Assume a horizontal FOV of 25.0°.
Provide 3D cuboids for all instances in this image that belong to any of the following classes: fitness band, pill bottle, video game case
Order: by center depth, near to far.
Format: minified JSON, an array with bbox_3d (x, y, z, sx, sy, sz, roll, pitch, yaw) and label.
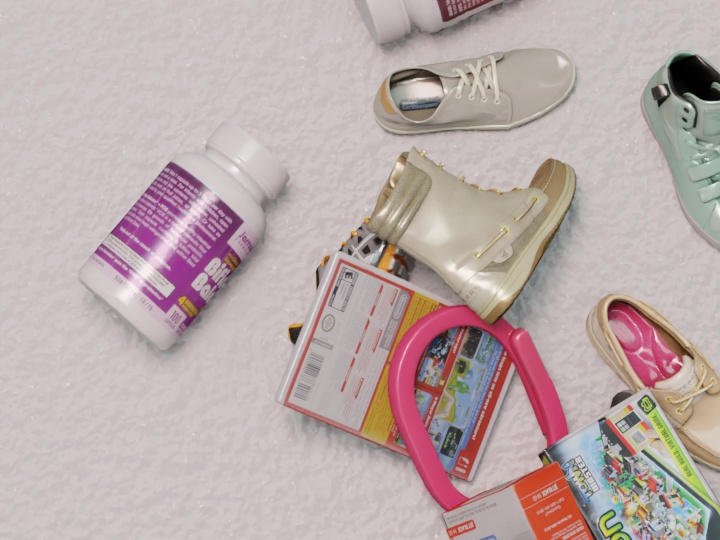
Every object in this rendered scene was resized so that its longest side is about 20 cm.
[{"bbox_3d":[0.105,0.128,1.445,0.142,0.037,0.202,-26,99,-12],"label":"fitness band"},{"bbox_3d":[0.038,0.087,1.449,0.198,0.017,0.144,24,85,-16],"label":"video game case"},{"bbox_3d":[-0.157,-0.036,1.491,0.112,0.112,0.201,38,82,11],"label":"pill bottle"},{"bbox_3d":[0.088,-0.297,1.538,0.198,0.114,0.115,-24,76,-3],"label":"pill bottle"}]

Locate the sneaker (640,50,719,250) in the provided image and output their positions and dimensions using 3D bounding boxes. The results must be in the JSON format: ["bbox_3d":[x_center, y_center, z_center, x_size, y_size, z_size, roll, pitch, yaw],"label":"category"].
[{"bbox_3d":[0.321,-0.104,1.474,0.073,0.118,0.202,-28,78,-5],"label":"sneaker"}]

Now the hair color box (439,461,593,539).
[{"bbox_3d":[0.156,0.275,1.361,0.064,0.111,0.202,-21,82,-38],"label":"hair color box"}]

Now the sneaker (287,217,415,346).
[{"bbox_3d":[0.000,0.000,1.494,0.077,0.078,0.202,22,77,18],"label":"sneaker"}]

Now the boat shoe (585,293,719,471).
[{"bbox_3d":[0.280,0.100,1.452,0.074,0.069,0.200,-44,78,-7],"label":"boat shoe"}]

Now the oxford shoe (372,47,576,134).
[{"bbox_3d":[0.109,-0.172,1.536,0.197,0.058,0.076,-10,73,-1],"label":"oxford shoe"}]

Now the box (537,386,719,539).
[{"bbox_3d":[0.247,0.213,1.367,0.109,0.035,0.201,-29,79,-10],"label":"box"}]

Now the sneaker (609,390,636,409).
[{"bbox_3d":[0.210,0.202,1.430,0.078,0.075,0.202,9,77,8],"label":"sneaker"}]

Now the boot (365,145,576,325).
[{"bbox_3d":[0.101,-0.064,1.458,0.154,0.072,0.201,35,51,-2],"label":"boot"}]
